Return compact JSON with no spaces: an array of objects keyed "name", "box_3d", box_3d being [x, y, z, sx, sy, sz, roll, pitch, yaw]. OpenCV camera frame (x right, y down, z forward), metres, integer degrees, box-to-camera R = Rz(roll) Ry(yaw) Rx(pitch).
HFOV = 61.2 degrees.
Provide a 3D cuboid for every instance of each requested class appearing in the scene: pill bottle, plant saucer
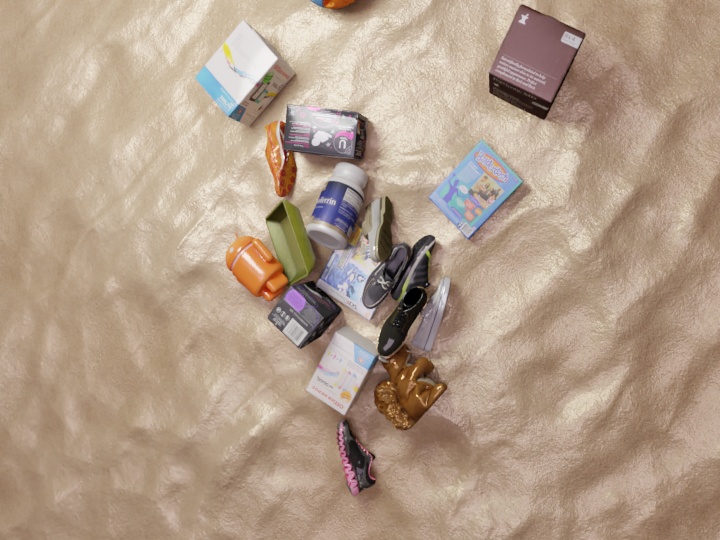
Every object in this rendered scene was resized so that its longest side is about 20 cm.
[{"name":"pill bottle","box_3d":[-0.056,-0.168,1.577,0.113,0.116,0.205,18,72,11]},{"name":"plant saucer","box_3d":[-0.181,-0.074,1.623,0.047,0.199,0.206,-19,88,-24]}]

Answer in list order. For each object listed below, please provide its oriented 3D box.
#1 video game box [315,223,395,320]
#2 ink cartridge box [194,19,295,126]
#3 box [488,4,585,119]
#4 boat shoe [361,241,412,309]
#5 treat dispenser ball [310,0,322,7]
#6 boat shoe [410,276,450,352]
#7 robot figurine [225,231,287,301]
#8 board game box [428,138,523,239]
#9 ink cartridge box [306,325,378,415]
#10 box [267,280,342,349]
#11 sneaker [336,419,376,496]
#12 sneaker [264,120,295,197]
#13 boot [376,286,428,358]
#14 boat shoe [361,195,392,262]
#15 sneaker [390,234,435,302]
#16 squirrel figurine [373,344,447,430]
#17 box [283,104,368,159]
[{"name":"video game box","box_3d":[0.000,0.000,1.635,0.179,0.047,0.204,30,98,8]},{"name":"ink cartridge box","box_3d":[-0.305,-0.522,1.628,0.200,0.146,0.147,-44,83,12]},{"name":"box","box_3d":[0.408,-0.485,1.439,0.163,0.200,0.168,29,99,10]},{"name":"boat shoe","box_3d":[0.063,0.014,1.567,0.072,0.063,0.202,36,99,5]},{"name":"treat dispenser ball","box_3d":[-0.073,-0.772,1.535,0.194,0.201,0.208,1,93,12]},{"name":"boat shoe","box_3d":[0.182,0.109,1.583,0.064,0.074,0.206,18,95,7]},{"name":"robot figurine","box_3d":[-0.290,-0.009,1.665,0.200,0.144,0.117,44,80,8]},{"name":"board game box","box_3d":[0.294,-0.205,1.557,0.200,0.045,0.152,-45,82,11]},{"name":"ink cartridge box","box_3d":[-0.045,0.273,1.616,0.126,0.125,0.204,29,98,10]},{"name":"box","box_3d":[-0.142,0.112,1.592,0.122,0.200,0.107,42,100,8]},{"name":"sneaker","box_3d":[-0.009,0.501,1.656,0.093,0.079,0.206,-14,90,-9]},{"name":"sneaker","box_3d":[-0.224,-0.303,1.670,0.075,0.072,0.207,-4,88,35]},{"name":"boot","box_3d":[0.094,0.122,1.503,0.076,0.138,0.204,29,89,11]},{"name":"boat shoe","box_3d":[0.041,-0.100,1.570,0.067,0.075,0.204,-13,46,25]},{"name":"sneaker","box_3d":[0.153,0.004,1.600,0.081,0.072,0.203,28,100,-14]},{"name":"squirrel figurine","box_3d":[0.105,0.297,1.581,0.187,0.141,0.201,44,98,14]},{"name":"box","box_3d":[-0.088,-0.357,1.594,0.194,0.132,0.119,10,98,12]}]
